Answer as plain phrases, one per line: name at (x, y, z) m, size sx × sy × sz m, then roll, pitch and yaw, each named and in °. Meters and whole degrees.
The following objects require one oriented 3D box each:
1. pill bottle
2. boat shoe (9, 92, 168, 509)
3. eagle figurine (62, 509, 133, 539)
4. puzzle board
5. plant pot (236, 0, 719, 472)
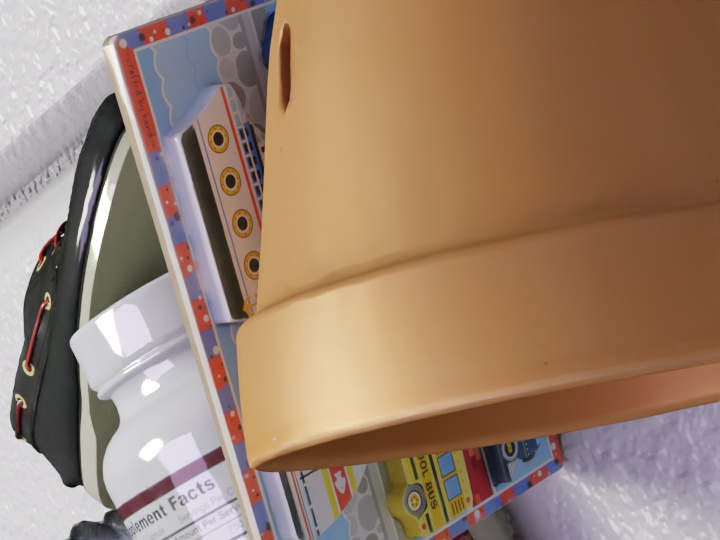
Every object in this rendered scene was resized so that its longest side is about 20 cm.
pill bottle at (-0.025, 0.094, 0.895) m, size 0.113 × 0.113 × 0.200 m, roll -35°, pitch 82°, yaw 49°
boat shoe at (-0.107, 0.009, 0.971) m, size 0.063 × 0.074 × 0.201 m, roll 32°, pitch 135°, yaw 23°
eagle figurine at (-0.060, 0.205, 1.004) m, size 0.152 × 0.151 × 0.200 m, roll -46°, pitch 32°, yaw 8°
puzzle board at (0.000, 0.000, 0.792) m, size 0.017 × 0.151 × 0.200 m, roll -6°, pitch 104°, yaw 43°
plant pot at (0.053, -0.026, 0.707) m, size 0.200 × 0.200 × 0.140 m, roll -21°, pitch 77°, yaw 50°
